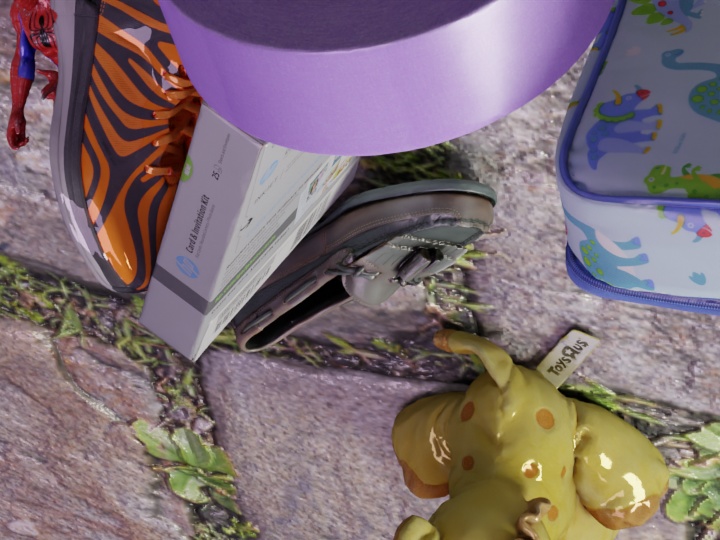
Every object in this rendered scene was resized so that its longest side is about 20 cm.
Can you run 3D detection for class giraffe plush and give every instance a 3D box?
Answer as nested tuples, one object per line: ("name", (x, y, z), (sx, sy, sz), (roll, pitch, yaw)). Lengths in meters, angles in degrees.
("giraffe plush", (0.084, 0.149, 1.448), (0.172, 0.162, 0.200), (17, 146, 7))

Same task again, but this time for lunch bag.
("lunch bag", (0.174, -0.069, 1.076), (0.161, 0.200, 0.082), (5, 135, 20))

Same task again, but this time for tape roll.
("tape roll", (0.009, -0.144, 1.059), (0.200, 0.200, 0.066), (5, 143, 22))

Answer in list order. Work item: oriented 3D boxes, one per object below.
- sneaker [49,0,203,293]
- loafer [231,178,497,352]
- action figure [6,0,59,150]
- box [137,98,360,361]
("sneaker", (-0.092, -0.085, 1.235), (0.112, 0.078, 0.200), (2, 104, 24))
("loafer", (0.000, 0.000, 1.367), (0.072, 0.063, 0.200), (15, 158, -40))
("action figure", (-0.146, -0.079, 1.326), (0.065, 0.099, 0.200), (-5, 135, 31))
("box", (-0.038, -0.063, 1.230), (0.041, 0.156, 0.200), (35, 147, 7))
